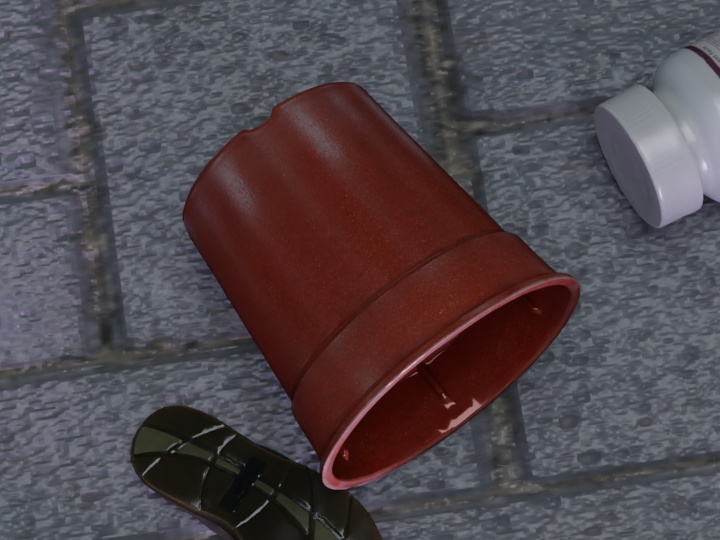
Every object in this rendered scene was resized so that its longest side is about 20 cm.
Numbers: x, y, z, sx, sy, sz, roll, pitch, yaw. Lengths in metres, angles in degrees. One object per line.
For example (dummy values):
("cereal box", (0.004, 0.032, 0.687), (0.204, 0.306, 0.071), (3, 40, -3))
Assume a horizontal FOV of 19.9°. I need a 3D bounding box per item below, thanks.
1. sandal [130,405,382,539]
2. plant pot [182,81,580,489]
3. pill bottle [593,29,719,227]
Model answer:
("sandal", (-0.063, 0.160, 1.325), (0.200, 0.055, 0.082), (29, 72, 21))
("plant pot", (0.000, 0.000, 1.299), (0.201, 0.201, 0.195), (-36, 71, -9))
("pill bottle", (0.263, -0.112, 1.360), (0.200, 0.110, 0.110), (-27, 78, -7))
